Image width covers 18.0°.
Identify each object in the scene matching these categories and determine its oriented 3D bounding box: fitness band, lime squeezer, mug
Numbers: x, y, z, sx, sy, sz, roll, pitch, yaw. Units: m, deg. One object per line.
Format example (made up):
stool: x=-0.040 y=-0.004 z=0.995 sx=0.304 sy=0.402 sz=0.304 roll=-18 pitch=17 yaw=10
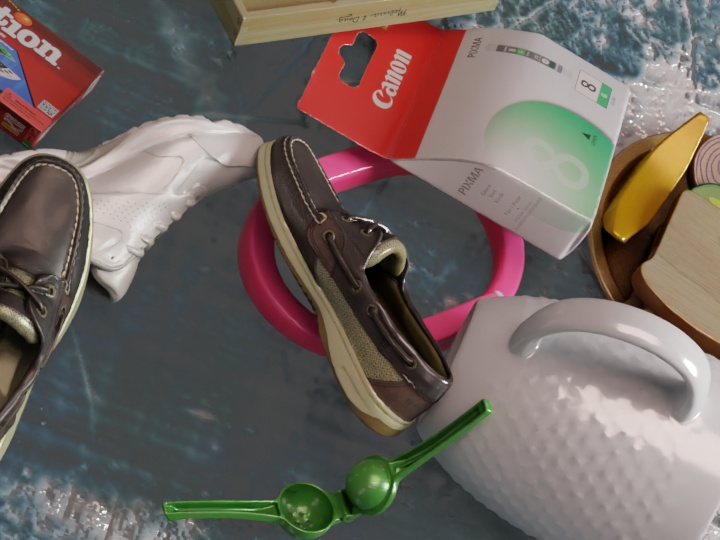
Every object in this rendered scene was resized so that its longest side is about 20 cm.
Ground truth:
fitness band: x=0.017 y=-0.012 z=1.457 sx=0.200 sy=0.037 sz=0.144 roll=-19 pitch=74 yaw=-30
lime squeezer: x=-0.014 y=0.123 z=1.350 sx=0.200 sy=0.071 sz=0.038 roll=-18 pitch=40 yaw=1
mug: x=0.137 y=0.081 z=1.368 sx=0.175 sy=0.200 sz=0.148 roll=25 pitch=56 yaw=0

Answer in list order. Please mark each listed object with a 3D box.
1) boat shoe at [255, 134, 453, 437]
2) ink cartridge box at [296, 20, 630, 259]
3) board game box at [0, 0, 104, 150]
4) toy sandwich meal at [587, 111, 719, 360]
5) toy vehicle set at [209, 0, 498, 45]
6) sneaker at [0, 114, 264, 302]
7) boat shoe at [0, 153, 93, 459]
boat shoe: x=0.000 y=0.000 z=1.371 sx=0.073 sy=0.065 sz=0.200 roll=9 pitch=53 yaw=-63
ink cartridge box: x=0.073 y=-0.113 z=1.496 sx=0.200 sy=0.050 sz=0.161 roll=31 pitch=40 yaw=-8
board game box: x=-0.259 y=-0.159 z=1.398 sx=0.200 sy=0.019 sz=0.103 roll=37 pitch=30 yaw=-3
toy sandwich meal: x=0.240 y=-0.014 z=1.529 sx=0.205 sy=0.070 sz=0.205 roll=9 pitch=63 yaw=-18
toy vehicle set: x=-0.016 y=-0.217 z=1.530 sx=0.200 sy=0.027 sz=0.124 roll=-10 pitch=58 yaw=-26
sneaker: x=-0.145 y=-0.031 z=1.386 sx=0.200 sy=0.078 sz=0.099 roll=-16 pitch=79 yaw=-18
boat shoe: x=-0.201 y=0.028 z=1.295 sx=0.072 sy=0.066 sz=0.201 roll=22 pitch=83 yaw=-9
